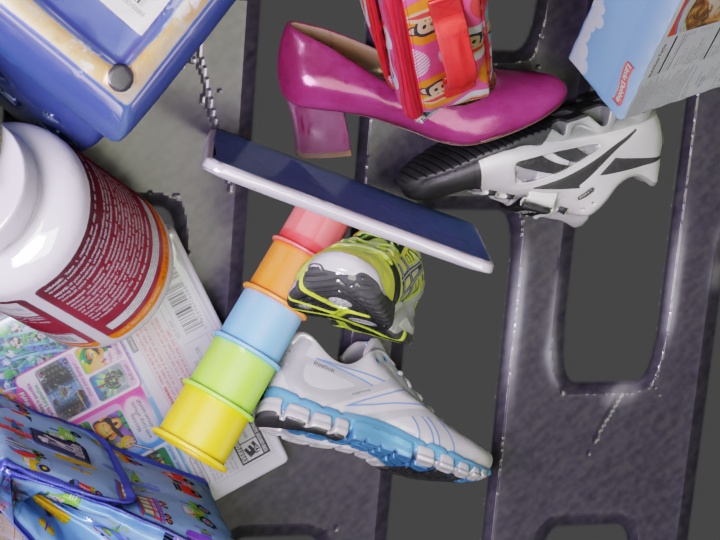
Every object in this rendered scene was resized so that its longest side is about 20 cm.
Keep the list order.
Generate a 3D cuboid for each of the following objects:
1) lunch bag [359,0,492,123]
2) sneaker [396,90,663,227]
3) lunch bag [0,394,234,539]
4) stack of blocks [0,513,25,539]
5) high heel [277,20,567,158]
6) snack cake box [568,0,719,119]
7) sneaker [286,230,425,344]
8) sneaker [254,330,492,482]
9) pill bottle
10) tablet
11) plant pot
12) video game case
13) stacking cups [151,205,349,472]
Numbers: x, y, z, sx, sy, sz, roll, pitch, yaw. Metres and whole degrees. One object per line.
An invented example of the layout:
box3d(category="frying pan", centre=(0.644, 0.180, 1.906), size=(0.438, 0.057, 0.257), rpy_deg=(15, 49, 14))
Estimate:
box3d(category="lunch bag", centre=(0.038, -0.190, 1.301), size=(0.082, 0.177, 0.200), rpy_deg=(-16, 154, 0))
box3d(category="sneaker", centre=(0.126, -0.065, 1.453), size=(0.199, 0.074, 0.089), rpy_deg=(-16, 108, -11))
box3d(category="lunch bag", centre=(-0.189, 0.155, 1.363), size=(0.200, 0.151, 0.094), rpy_deg=(36, 95, -23))
box3d(category="stack of blocks", centre=(-0.302, 0.212, 1.412), size=(0.199, 0.059, 0.115), rpy_deg=(28, 108, -19))
box3d(category="high heel", centre=(0.044, -0.136, 1.408), size=(0.199, 0.067, 0.097), rpy_deg=(-11, 120, -9))
box3d(category="snack cake box", centre=(0.229, -0.203, 1.375), size=(0.115, 0.067, 0.200), rpy_deg=(-19, 148, -30))
box3d(category="sneaker", centre=(0.000, 0.000, 1.390), size=(0.075, 0.200, 0.077), rpy_deg=(13, 85, 9))
box3d(category="sneaker", centre=(0.020, 0.096, 1.479), size=(0.200, 0.075, 0.087), rpy_deg=(23, 68, -32))
box3d(category="pill bottle", centre=(-0.204, -0.026, 1.296), size=(0.113, 0.113, 0.200), rpy_deg=(-46, 157, 1))
box3d(category="tablet", centre=(-0.010, -0.047, 1.368), size=(0.199, 0.130, 0.014), rpy_deg=(21, 102, -7))
box3d(category="plant pot", centre=(-0.174, -0.199, 1.255), size=(0.200, 0.180, 0.200), rpy_deg=(40, 83, -22))
box3d(category="video game case", centre=(-0.171, 0.093, 1.444), size=(0.182, 0.024, 0.201), rpy_deg=(-28, 113, -6))
box3d(category="stacking cups", centre=(-0.072, 0.038, 1.425), size=(0.060, 0.060, 0.201), rpy_deg=(33, 78, -22))
